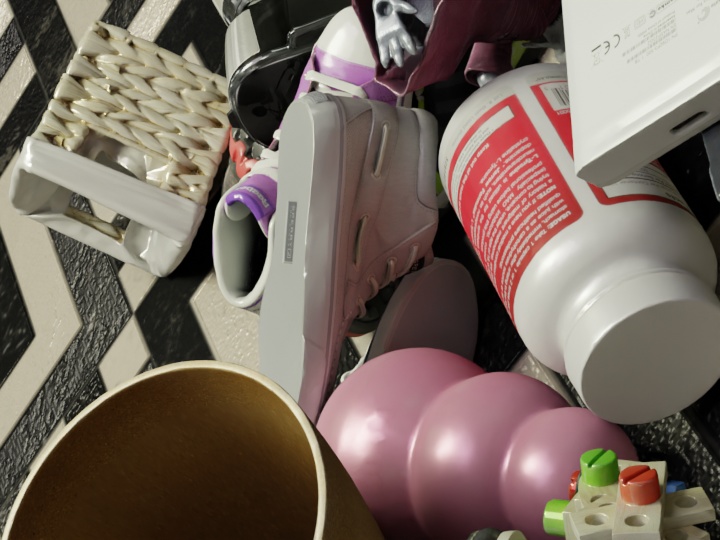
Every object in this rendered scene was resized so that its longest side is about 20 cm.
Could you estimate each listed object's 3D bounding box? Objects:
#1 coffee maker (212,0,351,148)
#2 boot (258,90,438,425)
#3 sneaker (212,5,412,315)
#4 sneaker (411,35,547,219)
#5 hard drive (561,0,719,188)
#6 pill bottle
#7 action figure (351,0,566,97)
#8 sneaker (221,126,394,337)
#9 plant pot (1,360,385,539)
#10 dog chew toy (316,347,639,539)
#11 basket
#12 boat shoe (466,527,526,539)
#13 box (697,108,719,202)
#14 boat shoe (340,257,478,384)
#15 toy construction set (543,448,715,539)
[{"bbox_3d":[-0.019,-0.203,1.333,0.192,0.135,0.200,-37,49,21],"label":"coffee maker"},{"bbox_3d":[0.000,0.000,1.135,0.074,0.096,0.200,-157,72,-63],"label":"boot"},{"bbox_3d":[-0.031,-0.066,1.188,0.073,0.114,0.201,18,97,23],"label":"sneaker"},{"bbox_3d":[0.048,-0.122,1.250,0.200,0.083,0.072,-62,34,8],"label":"sneaker"},{"bbox_3d":[0.152,-0.155,0.973,0.132,0.026,0.200,-33,46,42],"label":"hard drive"},{"bbox_3d":[0.122,-0.015,1.062,0.112,0.112,0.200,-51,37,23],"label":"pill bottle"},{"bbox_3d":[0.067,-0.157,1.149,0.149,0.200,0.134,49,118,24],"label":"action figure"},{"bbox_3d":[-0.040,-0.015,1.326,0.200,0.071,0.098,57,136,39],"label":"sneaker"},{"bbox_3d":[-0.055,0.173,1.014,0.186,0.200,0.187,-15,55,22],"label":"plant pot"},{"bbox_3d":[0.067,0.108,1.069,0.200,0.124,0.125,4,75,47],"label":"dog chew toy"},{"bbox_3d":[-0.169,-0.086,1.431,0.200,0.135,0.123,149,145,-77],"label":"basket"},{"bbox_3d":[0.051,0.200,0.985,0.200,0.068,0.072,91,-161,-45],"label":"boat shoe"},{"bbox_3d":[0.257,-0.140,0.942,0.200,0.117,0.197,-39,42,35],"label":"box"},{"bbox_3d":[0.010,0.085,1.195,0.065,0.074,0.200,15,83,51],"label":"boat shoe"},{"bbox_3d":[0.118,0.164,0.932,0.092,0.131,0.200,18,122,22],"label":"toy construction set"}]
